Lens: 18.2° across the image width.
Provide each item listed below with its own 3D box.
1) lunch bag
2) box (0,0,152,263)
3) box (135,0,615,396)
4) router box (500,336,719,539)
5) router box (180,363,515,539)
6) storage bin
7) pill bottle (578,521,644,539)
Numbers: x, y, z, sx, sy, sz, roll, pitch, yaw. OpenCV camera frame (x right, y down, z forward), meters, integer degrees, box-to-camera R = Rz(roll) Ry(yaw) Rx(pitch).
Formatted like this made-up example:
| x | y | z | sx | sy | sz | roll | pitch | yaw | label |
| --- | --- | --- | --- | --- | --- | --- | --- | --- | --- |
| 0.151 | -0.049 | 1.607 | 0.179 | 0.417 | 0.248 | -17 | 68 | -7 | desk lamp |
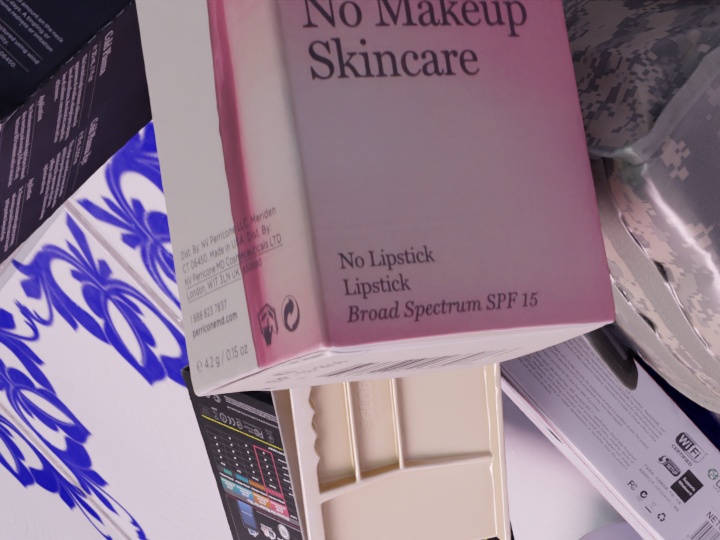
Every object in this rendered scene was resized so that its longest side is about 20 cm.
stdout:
| x | y | z | sx | sy | sz | roll | pitch | yaw | label |
| --- | --- | --- | --- | --- | --- | --- | --- | --- | --- |
| 0.123 | -0.032 | 0.924 | 0.164 | 0.118 | 0.200 | 53 | 163 | -25 | lunch bag |
| -0.164 | -0.122 | 1.156 | 0.104 | 0.182 | 0.200 | 42 | 155 | 6 | box |
| 0.001 | -0.063 | 0.829 | 0.109 | 0.127 | 0.202 | -22 | 75 | 59 | box |
| 0.133 | 0.087 | 1.095 | 0.200 | 0.049 | 0.179 | 47 | 179 | -4 | router box |
| -0.002 | 0.127 | 1.255 | 0.199 | 0.062 | 0.151 | 18 | 131 | 46 | router box |
| 0.000 | 0.000 | 1.030 | 0.200 | 0.093 | 0.200 | -106 | 8 | -59 | storage bin |
| 0.146 | 0.229 | 1.297 | 0.113 | 0.113 | 0.200 | 36 | 155 | 19 | pill bottle |
